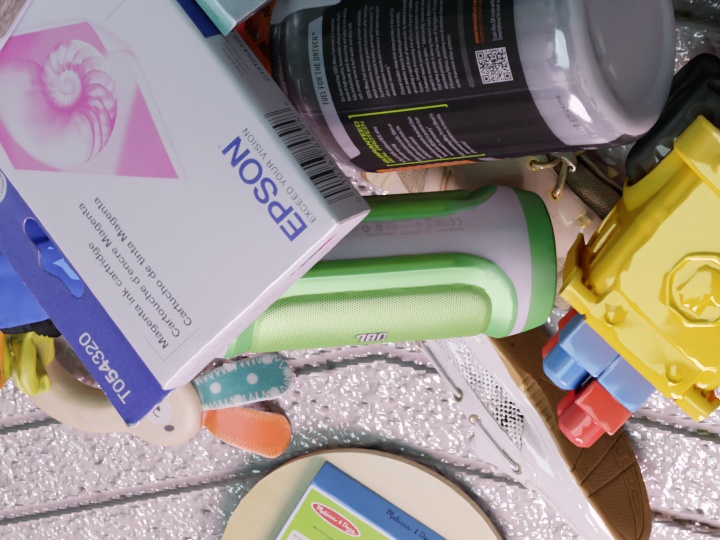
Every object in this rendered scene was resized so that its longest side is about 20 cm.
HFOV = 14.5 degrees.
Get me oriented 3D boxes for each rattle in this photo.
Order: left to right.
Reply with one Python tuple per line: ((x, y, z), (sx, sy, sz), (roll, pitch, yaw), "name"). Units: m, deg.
((-0.151, 0.073, 1.722), (0.200, 0.143, 0.130), (36, 106, 8), "rattle")

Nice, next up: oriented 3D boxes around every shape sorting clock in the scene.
((0.005, 0.204, 1.782), (0.200, 0.039, 0.200), (8, 115, 17), "shape sorting clock")

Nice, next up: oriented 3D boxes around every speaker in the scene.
((0.000, 0.000, 1.513), (0.200, 0.088, 0.089), (-4, 120, -12), "speaker")

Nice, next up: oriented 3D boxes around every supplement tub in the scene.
((0.047, -0.114, 1.430), (0.200, 0.123, 0.123), (-5, 115, 32), "supplement tub")

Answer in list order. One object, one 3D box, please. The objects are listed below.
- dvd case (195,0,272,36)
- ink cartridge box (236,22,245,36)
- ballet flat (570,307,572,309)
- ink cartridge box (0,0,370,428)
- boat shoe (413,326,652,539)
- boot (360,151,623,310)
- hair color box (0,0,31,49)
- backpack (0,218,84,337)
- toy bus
((-0.038, -0.229, 1.425), (0.146, 0.200, 0.022), (52, 155, 1), "dvd case")
((-0.053, -0.154, 1.499), (0.050, 0.161, 0.200), (27, 134, 59), "ink cartridge box")
((0.204, 0.015, 1.588), (0.200, 0.057, 0.067), (-13, 110, 28), "ballet flat")
((-0.122, -0.045, 1.440), (0.200, 0.043, 0.196), (-43, 80, 29), "ink cartridge box")
((0.096, 0.089, 1.669), (0.069, 0.071, 0.200), (-32, 93, 34), "boat shoe")
((0.102, -0.072, 1.563), (0.155, 0.073, 0.200), (36, 136, 1), "boot")
((-0.256, -0.196, 1.430), (0.200, 0.099, 0.061), (47, 115, 28), "hair color box")
((-0.157, -0.061, 1.611), (0.162, 0.200, 0.168), (-20, 108, 31), "backpack")
((0.167, 0.002, 1.483), (0.136, 0.200, 0.192), (41, 104, -5), "toy bus")
